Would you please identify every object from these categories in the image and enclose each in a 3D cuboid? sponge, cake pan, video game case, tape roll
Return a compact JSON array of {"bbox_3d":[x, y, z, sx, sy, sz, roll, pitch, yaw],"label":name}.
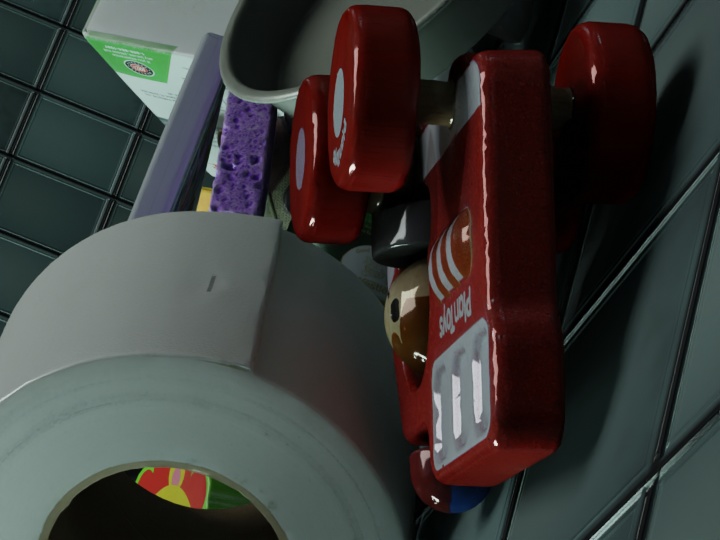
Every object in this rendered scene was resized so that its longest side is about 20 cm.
[{"bbox_3d":[-0.066,-0.042,1.303,0.201,0.030,0.112,-85,3,-54],"label":"sponge"},{"bbox_3d":[0.015,-0.149,1.216,0.200,0.037,0.201,-31,31,21],"label":"cake pan"},{"bbox_3d":[-0.121,-0.008,1.378,0.182,0.022,0.201,109,179,-55],"label":"video game case"},{"bbox_3d":[-0.075,0.093,1.032,0.139,0.202,0.204,-81,14,-63],"label":"tape roll"}]

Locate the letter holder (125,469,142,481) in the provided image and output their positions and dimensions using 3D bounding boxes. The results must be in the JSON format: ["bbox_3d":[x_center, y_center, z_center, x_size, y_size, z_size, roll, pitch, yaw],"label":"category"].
[{"bbox_3d":[-0.058,0.101,1.405,0.100,0.142,0.201,4,71,50],"label":"letter holder"}]

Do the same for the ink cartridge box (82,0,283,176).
[{"bbox_3d":[-0.071,-0.130,1.602,0.083,0.146,0.200,-67,-30,-17],"label":"ink cartridge box"}]

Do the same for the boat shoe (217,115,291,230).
[{"bbox_3d":[-0.033,-0.025,1.497,0.200,0.064,0.072,67,-175,-49],"label":"boat shoe"}]

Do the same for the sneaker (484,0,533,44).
[{"bbox_3d":[0.077,-0.193,1.329,0.100,0.078,0.200,-60,17,14],"label":"sneaker"}]

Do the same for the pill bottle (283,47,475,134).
[{"bbox_3d":[0.012,-0.124,1.410,0.200,0.113,0.114,-89,22,-74],"label":"pill bottle"}]

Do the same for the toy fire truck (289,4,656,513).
[{"bbox_3d":[0.037,0.001,0.888,0.200,0.111,0.169,130,142,-73],"label":"toy fire truck"}]

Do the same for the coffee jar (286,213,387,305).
[{"bbox_3d":[0.000,0.000,1.225,0.104,0.085,0.201,152,140,-79],"label":"coffee jar"}]

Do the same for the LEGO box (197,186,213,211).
[{"bbox_3d":[-0.102,0.063,1.580,0.149,0.077,0.201,38,-112,-55],"label":"LEGO box"}]

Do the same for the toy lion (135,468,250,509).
[{"bbox_3d":[-0.099,0.196,1.234,0.201,0.068,0.192,-67,27,18],"label":"toy lion"}]
